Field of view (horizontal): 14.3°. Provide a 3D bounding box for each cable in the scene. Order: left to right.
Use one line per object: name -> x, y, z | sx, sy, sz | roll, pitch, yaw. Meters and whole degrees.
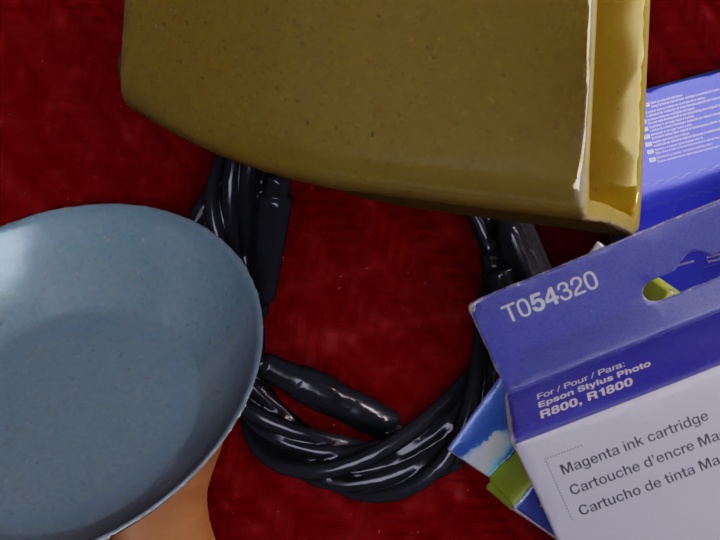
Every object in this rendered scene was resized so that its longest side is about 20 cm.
cable -> 0.000, 0.000, 1.292 | 0.163, 0.051, 0.200 | -24, 99, 1

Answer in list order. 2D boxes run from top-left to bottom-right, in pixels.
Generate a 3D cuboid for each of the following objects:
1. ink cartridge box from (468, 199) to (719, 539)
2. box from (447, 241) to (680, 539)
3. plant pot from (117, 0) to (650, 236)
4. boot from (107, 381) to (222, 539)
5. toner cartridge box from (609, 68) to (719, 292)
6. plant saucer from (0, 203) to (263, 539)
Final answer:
ink cartridge box -> 0.171, 0.071, 1.207 | 0.196, 0.043, 0.200 | -23, 105, 11
box -> 0.153, 0.092, 1.282 | 0.200, 0.048, 0.122 | 35, 92, -19
plant pot -> 0.011, -0.118, 1.172 | 0.199, 0.195, 0.195 | 3, 89, 12
boot -> -0.060, 0.159, 1.281 | 0.154, 0.074, 0.200 | 24, 94, -9
toner cartridge box -> 0.208, -0.056, 1.308 | 0.199, 0.043, 0.095 | -14, 92, -5
plant saucer -> -0.132, 0.057, 1.236 | 0.201, 0.201, 0.039 | -25, 135, -4
